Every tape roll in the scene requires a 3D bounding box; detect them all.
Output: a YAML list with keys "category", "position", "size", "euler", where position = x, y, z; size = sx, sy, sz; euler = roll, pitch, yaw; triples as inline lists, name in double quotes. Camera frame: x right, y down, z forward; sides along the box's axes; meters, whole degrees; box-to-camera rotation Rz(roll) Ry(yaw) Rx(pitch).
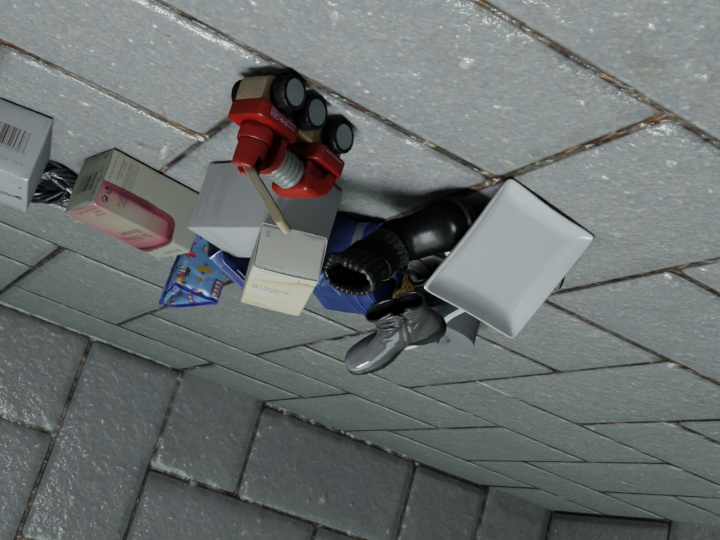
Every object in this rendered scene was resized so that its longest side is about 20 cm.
- category: "tape roll"
  position: [0.135, 0.097, 2.097]
  size: [0.199, 0.066, 0.200]
  euler: [15, 162, 5]

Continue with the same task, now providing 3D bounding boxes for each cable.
- category: "cable"
  position: [-0.623, -0.173, 1.992]
  size: [0.199, 0.051, 0.163]
  euler: [19, 162, -4]

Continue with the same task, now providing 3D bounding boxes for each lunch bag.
- category: "lunch bag"
  position: [0.000, 0.000, 1.806]
  size: [0.132, 0.136, 0.200]
  euler: [11, 163, 20]
- category: "lunch bag"
  position: [-0.327, -0.007, 2.060]
  size: [0.094, 0.151, 0.200]
  euler: [24, 161, -22]

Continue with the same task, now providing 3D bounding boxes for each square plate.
- category: "square plate"
  position: [0.214, -0.016, 1.537]
  size: [0.200, 0.198, 0.028]
  euler: [29, -166, -35]

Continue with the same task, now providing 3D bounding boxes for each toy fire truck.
- category: "toy fire truck"
  position: [-0.097, -0.134, 1.381]
  size: [0.128, 0.201, 0.176]
  euler: [4, 158, 37]

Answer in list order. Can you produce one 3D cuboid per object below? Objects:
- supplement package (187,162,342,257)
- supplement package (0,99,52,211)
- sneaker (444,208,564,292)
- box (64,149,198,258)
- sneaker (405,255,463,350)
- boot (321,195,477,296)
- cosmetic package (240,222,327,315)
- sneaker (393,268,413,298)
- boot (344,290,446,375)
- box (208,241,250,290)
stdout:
- category: "supplement package"
  position: [-0.151, -0.095, 1.680]
  size: [0.199, 0.122, 0.120]
  euler: [2, 158, 39]
- category: "supplement package"
  position: [-0.599, -0.194, 1.794]
  size: [0.116, 0.118, 0.200]
  euler: [20, 163, -13]
- category: "sneaker"
  position: [0.209, -0.029, 1.645]
  size: [0.200, 0.081, 0.146]
  euler: [27, 168, -38]
- category: "box"
  position: [-0.394, -0.113, 1.867]
  size: [0.200, 0.109, 0.128]
  euler: [29, 159, -33]
- category: "sneaker"
  position: [0.103, 0.052, 1.866]
  size: [0.202, 0.077, 0.146]
  euler: [-39, 136, 21]
- category: "boot"
  position: [0.057, -0.032, 1.550]
  size: [0.211, 0.158, 0.080]
  euler: [-21, 97, 47]
- category: "cosmetic package"
  position: [-0.120, 0.002, 1.623]
  size: [0.103, 0.073, 0.200]
  euler: [14, 162, -6]
- category: "sneaker"
  position: [0.031, 0.027, 1.991]
  size: [0.199, 0.075, 0.090]
  euler: [8, 176, 30]
- category: "boot"
  position: [0.037, 0.099, 1.797]
  size: [0.200, 0.070, 0.132]
  euler: [-30, 145, 13]
- category: "box"
  position: [-0.215, -0.027, 1.835]
  size: [0.032, 0.200, 0.121]
  euler: [-35, 122, 12]
